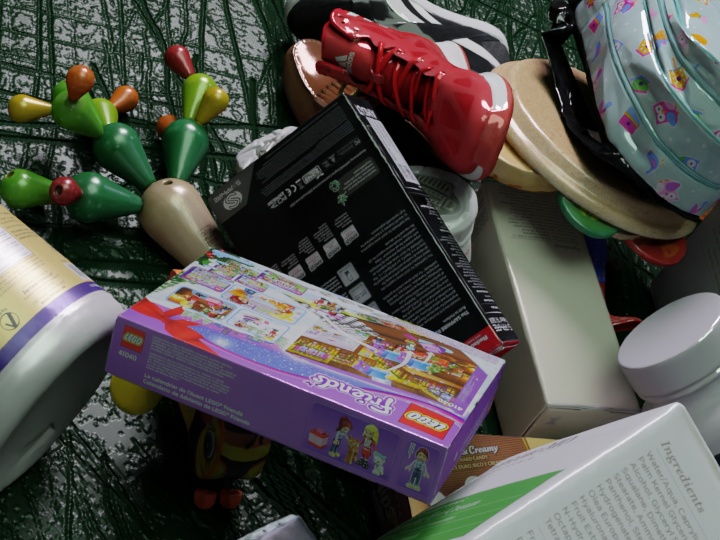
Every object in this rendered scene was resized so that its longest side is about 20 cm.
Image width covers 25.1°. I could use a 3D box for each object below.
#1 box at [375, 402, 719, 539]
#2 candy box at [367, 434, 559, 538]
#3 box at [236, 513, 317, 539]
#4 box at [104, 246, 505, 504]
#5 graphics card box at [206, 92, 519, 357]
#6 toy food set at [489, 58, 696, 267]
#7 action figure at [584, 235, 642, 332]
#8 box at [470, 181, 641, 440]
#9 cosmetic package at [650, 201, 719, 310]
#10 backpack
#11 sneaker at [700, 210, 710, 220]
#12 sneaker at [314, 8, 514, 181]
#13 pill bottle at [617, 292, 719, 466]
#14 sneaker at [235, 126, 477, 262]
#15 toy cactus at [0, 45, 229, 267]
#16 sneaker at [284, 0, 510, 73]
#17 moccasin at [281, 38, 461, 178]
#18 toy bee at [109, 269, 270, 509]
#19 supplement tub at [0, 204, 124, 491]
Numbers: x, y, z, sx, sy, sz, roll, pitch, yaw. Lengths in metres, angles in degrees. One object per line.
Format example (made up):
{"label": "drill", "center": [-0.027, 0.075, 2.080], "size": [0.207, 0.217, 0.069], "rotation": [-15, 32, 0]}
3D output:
{"label": "box", "center": [0.111, 0.210, 0.881], "size": [0.171, 0.199, 0.201], "rotation": [-25, 86, -31]}
{"label": "candy box", "center": [0.110, 0.171, 1.058], "size": [0.199, 0.057, 0.117], "rotation": [8, 51, -24]}
{"label": "box", "center": [-0.037, 0.257, 0.845], "size": [0.104, 0.148, 0.200], "rotation": [-25, 66, -39]}
{"label": "box", "center": [-0.028, 0.055, 0.930], "size": [0.199, 0.039, 0.137], "rotation": [21, 22, 12]}
{"label": "graphics card box", "center": [0.000, 0.000, 1.066], "size": [0.201, 0.125, 0.051], "rotation": [57, 18, 12]}
{"label": "toy food set", "center": [0.172, -0.085, 1.215], "size": [0.198, 0.049, 0.200], "rotation": [38, 30, 5]}
{"label": "action figure", "center": [0.176, -0.028, 1.255], "size": [0.051, 0.066, 0.201], "rotation": [-9, 57, -7]}
{"label": "box", "center": [0.131, 0.035, 1.174], "size": [0.082, 0.068, 0.201], "rotation": [7, 51, -23]}
{"label": "cosmetic package", "center": [0.346, 0.028, 1.200], "size": [0.164, 0.200, 0.166], "rotation": [8, 51, -22]}
{"label": "backpack", "center": [0.228, -0.136, 1.171], "size": [0.166, 0.127, 0.201], "rotation": [27, 34, -20]}
{"label": "sneaker", "center": [0.266, -0.111, 1.367], "size": [0.199, 0.076, 0.092], "rotation": [23, 42, -11]}
{"label": "sneaker", "center": [0.027, -0.123, 1.119], "size": [0.115, 0.079, 0.200], "rotation": [14, 14, -18]}
{"label": "pill bottle", "center": [0.258, 0.118, 1.090], "size": [0.201, 0.111, 0.111], "rotation": [55, 43, -16]}
{"label": "sneaker", "center": [-0.007, -0.035, 1.157], "size": [0.199, 0.100, 0.078], "rotation": [25, 51, 29]}
{"label": "toy cactus", "center": [-0.147, -0.075, 1.114], "size": [0.165, 0.102, 0.200], "rotation": [50, 39, 4]}
{"label": "sneaker", "center": [0.038, -0.163, 1.287], "size": [0.199, 0.073, 0.112], "rotation": [11, 48, -22]}
{"label": "moccasin", "center": [0.009, -0.108, 1.217], "size": [0.073, 0.078, 0.202], "rotation": [-12, 53, -32]}
{"label": "toy bee", "center": [-0.092, 0.087, 1.005], "size": [0.130, 0.109, 0.200], "rotation": [14, 22, -9]}
{"label": "supplement tub", "center": [-0.251, 0.019, 0.931], "size": [0.200, 0.146, 0.145], "rotation": [38, 46, 7]}
